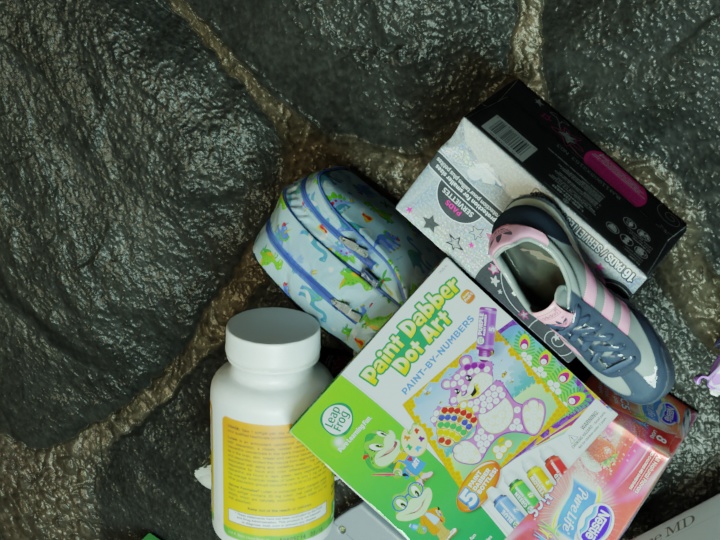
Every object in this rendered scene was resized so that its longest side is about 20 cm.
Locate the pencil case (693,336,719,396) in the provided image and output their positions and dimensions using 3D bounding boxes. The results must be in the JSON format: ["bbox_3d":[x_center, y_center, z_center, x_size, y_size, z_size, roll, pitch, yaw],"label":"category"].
[{"bbox_3d":[0.378,0.120,1.451,0.200,0.084,0.086,39,88,10],"label":"pencil case"}]

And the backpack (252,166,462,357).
[{"bbox_3d":[0.000,0.000,1.575,0.200,0.163,0.154,28,113,23],"label":"backpack"}]

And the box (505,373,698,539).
[{"bbox_3d":[0.207,0.193,1.569,0.103,0.095,0.200,33,122,11],"label":"box"}]

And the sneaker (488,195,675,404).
[{"bbox_3d":[0.169,0.037,1.375,0.200,0.082,0.070,49,122,-4],"label":"sneaker"}]

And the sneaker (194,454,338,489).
[{"bbox_3d":[-0.073,0.182,1.657,0.200,0.076,0.081,-23,108,35],"label":"sneaker"}]

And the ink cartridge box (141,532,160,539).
[{"bbox_3d":[-0.187,0.404,1.877,0.200,0.083,0.147,31,122,13],"label":"ink cartridge box"}]

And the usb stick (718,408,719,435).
[{"bbox_3d":[0.348,0.207,1.538,0.055,0.033,0.200,3,112,28],"label":"usb stick"}]

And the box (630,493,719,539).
[{"bbox_3d":[0.326,0.319,1.467,0.199,0.171,0.200,-33,112,22],"label":"box"}]

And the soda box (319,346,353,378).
[{"bbox_3d":[0.026,0.127,1.658,0.200,0.063,0.071,10,114,24],"label":"soda box"}]

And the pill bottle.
[{"bbox_3d":[-0.077,0.139,1.538,0.111,0.111,0.200,12,115,24],"label":"pill bottle"}]

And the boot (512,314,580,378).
[{"bbox_3d":[0.129,0.142,1.563,0.069,0.174,0.200,40,157,54],"label":"boot"}]

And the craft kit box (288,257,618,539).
[{"bbox_3d":[0.077,0.127,1.462,0.197,0.049,0.200,42,88,3],"label":"craft kit box"}]

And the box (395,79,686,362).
[{"bbox_3d":[0.153,-0.043,1.476,0.200,0.132,0.115,41,123,6],"label":"box"}]

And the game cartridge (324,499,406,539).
[{"bbox_3d":[-0.002,0.324,1.770,0.133,0.042,0.200,43,124,15],"label":"game cartridge"}]
